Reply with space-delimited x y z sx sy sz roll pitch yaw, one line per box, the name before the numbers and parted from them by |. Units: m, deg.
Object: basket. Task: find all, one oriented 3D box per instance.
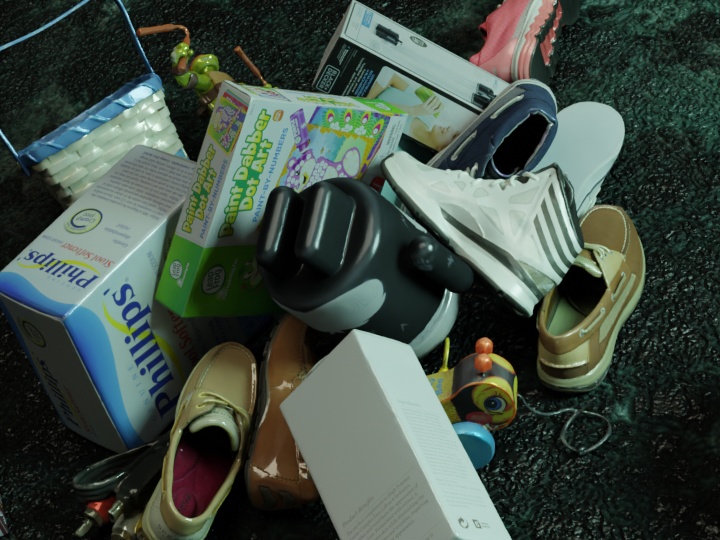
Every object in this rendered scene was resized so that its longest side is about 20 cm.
basket | -0.277 -0.154 1.765 0.176 0.200 0.139 -30 16 -13

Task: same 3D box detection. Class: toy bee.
toy bee | 0.085 0.098 1.432 0.200 0.109 0.131 -21 39 -3

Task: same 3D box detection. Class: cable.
cable | -0.167 0.165 1.514 0.097 0.050 0.200 15 41 31

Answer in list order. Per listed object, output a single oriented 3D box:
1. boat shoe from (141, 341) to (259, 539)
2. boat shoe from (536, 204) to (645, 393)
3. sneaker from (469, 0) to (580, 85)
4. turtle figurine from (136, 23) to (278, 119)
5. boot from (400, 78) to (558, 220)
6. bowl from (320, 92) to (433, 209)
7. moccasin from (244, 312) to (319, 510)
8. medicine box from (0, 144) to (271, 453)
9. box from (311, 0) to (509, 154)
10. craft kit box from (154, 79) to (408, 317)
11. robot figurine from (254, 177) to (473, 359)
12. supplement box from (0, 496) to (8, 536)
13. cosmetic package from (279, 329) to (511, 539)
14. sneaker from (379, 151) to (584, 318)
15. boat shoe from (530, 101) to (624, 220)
boat shoe | -0.121 0.139 1.464 0.074 0.066 0.200 22 56 -11
boat shoe | 0.195 0.012 1.509 0.076 0.074 0.200 1 45 21
sneaker | 0.166 -0.263 1.820 0.087 0.074 0.200 3 46 25
turtle figurine | -0.139 -0.173 1.796 0.064 0.200 0.161 -48 56 16
boot | 0.100 -0.082 1.575 0.200 0.073 0.090 -53 10 18
bowl | -0.025 -0.095 1.685 0.200 0.105 0.201 -11 42 10
moccasin | -0.048 0.111 1.494 0.078 0.074 0.202 0 41 7
medicine box | -0.196 0.027 1.556 0.103 0.182 0.200 19 53 36
box | 0.061 -0.167 1.659 0.200 0.060 0.117 28 25 -6
craft kit box | -0.066 -0.058 1.527 0.197 0.200 0.048 1 24 -45
robot figurine | -0.001 -0.001 1.464 0.125 0.200 0.150 -49 45 5
supplement box | -0.386 0.166 1.568 0.109 0.061 0.200 -23 42 -5
cosmetic package | 0.024 0.154 1.357 0.102 0.074 0.200 -45 51 26
sneaker | 0.113 -0.059 1.506 0.115 0.076 0.200 -44 60 -2
boat shoe | 0.183 -0.070 1.611 0.072 0.066 0.200 20 54 8
